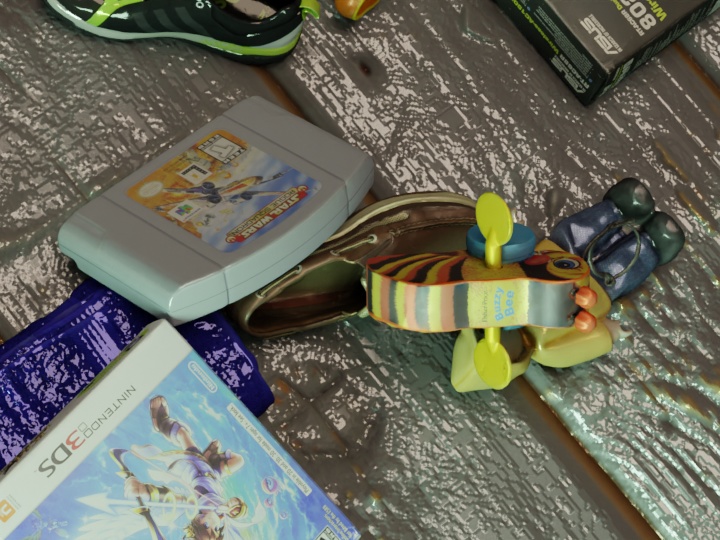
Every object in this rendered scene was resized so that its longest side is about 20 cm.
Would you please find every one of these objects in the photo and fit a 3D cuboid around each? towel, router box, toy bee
[{"bbox_3d":[-0.171,0.083,1.616,0.200,0.050,0.148,-37,80,-23],"label":"towel"},{"bbox_3d":[0.168,-0.246,1.822,0.150,0.062,0.200,-37,81,-22],"label":"router box"},{"bbox_3d":[0.109,0.005,1.602,0.199,0.109,0.131,-28,117,-8],"label":"toy bee"}]

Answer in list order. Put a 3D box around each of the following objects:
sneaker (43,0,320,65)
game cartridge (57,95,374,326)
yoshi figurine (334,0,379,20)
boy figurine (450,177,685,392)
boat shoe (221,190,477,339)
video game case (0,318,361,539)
[{"bbox_3d":[-0.128,-0.206,1.723,0.199,0.083,0.072,9,66,-10],"label":"sneaker"},{"bbox_3d":[-0.091,-0.043,1.649,0.133,0.042,0.200,26,49,36],"label":"game cartridge"},{"bbox_3d":[-0.057,-0.277,1.759,0.200,0.112,0.112,42,72,8],"label":"yoshi figurine"},{"bbox_3d":[0.133,0.012,1.711,0.200,0.064,0.125,-35,83,-25],"label":"boy figurine"},{"bbox_3d":[0.000,0.005,1.666,0.201,0.075,0.075,-17,38,-11],"label":"boat shoe"},{"bbox_3d":[-0.128,0.166,1.568,0.200,0.045,0.181,48,69,-8],"label":"video game case"}]
